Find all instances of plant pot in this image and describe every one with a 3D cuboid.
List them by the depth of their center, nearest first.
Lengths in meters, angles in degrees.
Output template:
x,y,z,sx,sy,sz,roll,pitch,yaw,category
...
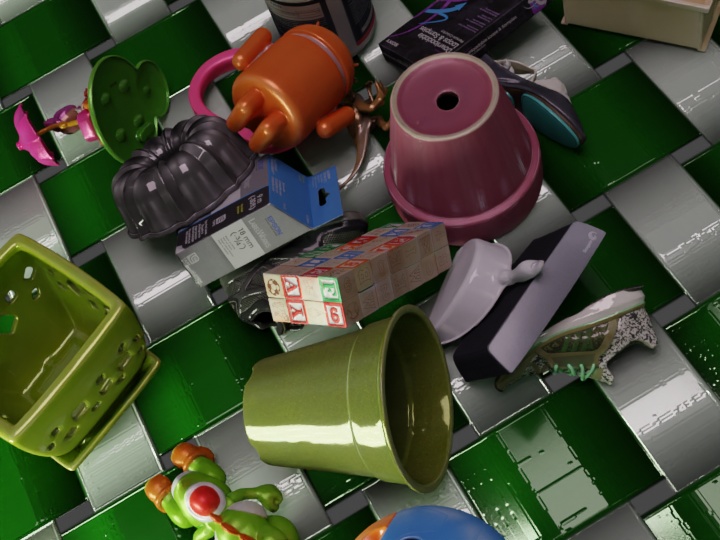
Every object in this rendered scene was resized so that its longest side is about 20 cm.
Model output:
x,y,z,sx,sy,sz,roll,pitch,yaw,category
-0.020,0.149,1.199,0.190,0.200,0.200,-9,59,24,plant pot
-0.369,0.109,1.298,0.199,0.182,0.200,30,72,26,plant pot
0.115,-0.159,1.321,0.200,0.179,0.200,-6,60,11,plant pot

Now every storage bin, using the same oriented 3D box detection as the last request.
x,y,z,sx,sy,sz,roll,pitch,yaw,category
0.386,-0.407,1.436,0.200,0.094,0.199,17,68,23,storage bin

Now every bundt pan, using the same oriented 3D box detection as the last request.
x,y,z,sx,sy,sz,roll,pitch,yaw,category
-0.237,-0.130,1.403,0.202,0.076,0.202,-25,29,15,bundt pan

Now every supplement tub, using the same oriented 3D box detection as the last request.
x,y,z,sx,sy,sz,roll,pitch,yaw,category
-0.064,-0.388,1.481,0.140,0.200,0.141,-6,60,11,supplement tub

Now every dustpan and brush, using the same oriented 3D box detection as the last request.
x,y,z,sx,sy,sz,roll,pitch,yaw,category
0.145,0.012,1.236,0.057,0.200,0.140,27,68,-6,dustpan and brush

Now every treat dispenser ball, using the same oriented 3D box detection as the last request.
x,y,z,sx,sy,sz,roll,pitch,yaw,category
0.069,0.329,1.051,0.201,0.201,0.201,-6,60,11,treat dispenser ball

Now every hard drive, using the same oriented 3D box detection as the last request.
x,y,z,sx,sy,sz,roll,pitch,yaw,category
0.184,0.033,1.225,0.042,0.135,0.200,40,71,-8,hard drive

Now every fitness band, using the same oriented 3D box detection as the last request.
x,y,z,sx,sy,sz,roll,pitch,yaw,category
-0.147,-0.239,1.517,0.200,0.037,0.144,27,71,24,fitness band

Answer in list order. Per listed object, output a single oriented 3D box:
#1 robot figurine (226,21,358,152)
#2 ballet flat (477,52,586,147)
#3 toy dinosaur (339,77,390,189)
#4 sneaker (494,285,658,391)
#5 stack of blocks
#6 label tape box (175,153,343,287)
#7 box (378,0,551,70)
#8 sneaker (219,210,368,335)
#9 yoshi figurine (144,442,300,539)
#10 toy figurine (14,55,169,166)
x,y,z,sx,sy,sz,roll,pitch,yaw,category
-0.084,-0.235,1.397,0.144,0.117,0.200,21,55,29,robot figurine
0.217,-0.227,1.398,0.200,0.073,0.073,32,74,30,ballet flat
0.003,-0.192,1.451,0.106,0.060,0.200,-30,51,29,toy dinosaur
0.245,0.095,1.216,0.200,0.077,0.089,-30,79,6,sneaker
0.000,0.000,1.263,0.115,0.059,0.200,2,21,42,stack of blocks
-0.127,-0.079,1.357,0.200,0.063,0.144,-27,30,10,label tape box
0.137,-0.332,1.466,0.200,0.036,0.143,-39,37,-7,box
-0.067,0.009,1.339,0.199,0.076,0.114,-28,60,2,sneaker
-0.142,0.278,1.215,0.112,0.113,0.200,-15,31,-41,yoshi figurine
-0.390,-0.216,1.524,0.184,0.150,0.200,-8,27,24,toy figurine
